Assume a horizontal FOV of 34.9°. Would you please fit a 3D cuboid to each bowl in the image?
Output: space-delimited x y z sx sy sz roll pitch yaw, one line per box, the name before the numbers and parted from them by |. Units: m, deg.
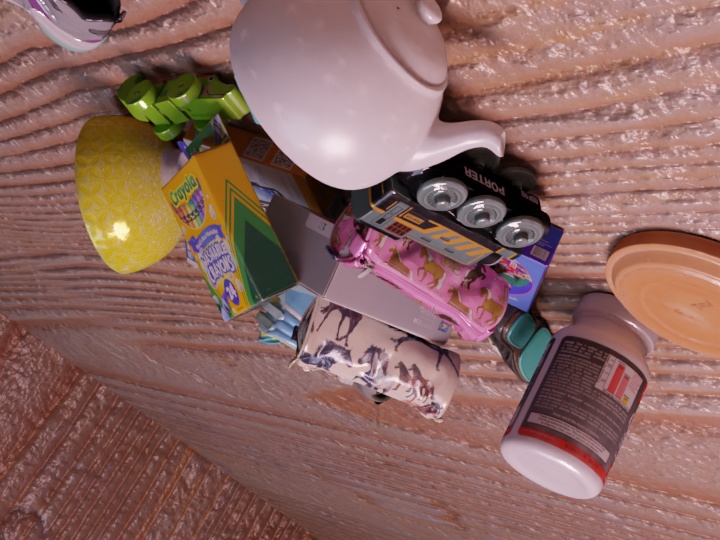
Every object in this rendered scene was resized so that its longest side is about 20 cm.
bowl | -0.259 -0.102 1.420 0.107 0.201 0.200 -9 147 13

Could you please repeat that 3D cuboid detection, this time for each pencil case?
pencil case | 0.063 -0.002 1.162 0.200 0.087 0.083 31 170 -30
pencil case | 0.020 0.101 1.292 0.199 0.090 0.078 24 -168 -11

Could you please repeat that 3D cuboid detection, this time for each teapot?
teapot | 0.000 -0.176 0.922 0.146 0.198 0.200 -34 144 27

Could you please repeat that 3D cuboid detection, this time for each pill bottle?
pill bottle | 0.240 0.131 1.226 0.116 0.200 0.116 26 159 11

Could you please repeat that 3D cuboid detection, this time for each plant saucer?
plant saucer | 0.332 0.033 1.119 0.200 0.032 0.200 25 158 11

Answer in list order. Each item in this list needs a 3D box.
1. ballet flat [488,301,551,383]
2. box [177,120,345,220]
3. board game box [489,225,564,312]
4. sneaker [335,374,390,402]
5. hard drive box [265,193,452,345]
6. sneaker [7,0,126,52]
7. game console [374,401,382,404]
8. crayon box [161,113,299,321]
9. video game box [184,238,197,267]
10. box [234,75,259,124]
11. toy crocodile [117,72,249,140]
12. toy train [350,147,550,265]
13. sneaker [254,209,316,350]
ballet flat | 0.183 0.073 1.361 0.068 0.068 0.200 35 170 30
box | -0.122 -0.118 1.364 0.199 0.042 0.119 22 158 26
board game box | 0.108 -0.039 1.228 0.199 0.045 0.135 26 159 9
sneaker | 0.017 0.108 1.420 0.079 0.074 0.200 39 163 15
hard drive box | 0.000 0.000 1.288 0.200 0.077 0.156 22 -176 -42
sneaker | -0.324 -0.307 1.153 0.200 0.078 0.140 29 160 -26
game console | -0.008 0.081 1.552 0.172 0.119 0.200 26 159 -6
crayon box | -0.151 -0.053 1.242 0.201 0.051 0.126 65 152 1
video game box | -0.164 -0.020 1.636 0.182 0.047 0.200 26 159 4
box | -0.020 -0.157 1.120 0.199 0.049 0.082 21 158 23
toy crocodile | -0.199 -0.191 1.278 0.199 0.062 0.068 3 148 43
toy train | 0.086 -0.063 1.073 0.200 0.086 0.114 22 141 -37
sneaker | -0.101 0.016 1.434 0.200 0.130 0.080 53 -173 19
